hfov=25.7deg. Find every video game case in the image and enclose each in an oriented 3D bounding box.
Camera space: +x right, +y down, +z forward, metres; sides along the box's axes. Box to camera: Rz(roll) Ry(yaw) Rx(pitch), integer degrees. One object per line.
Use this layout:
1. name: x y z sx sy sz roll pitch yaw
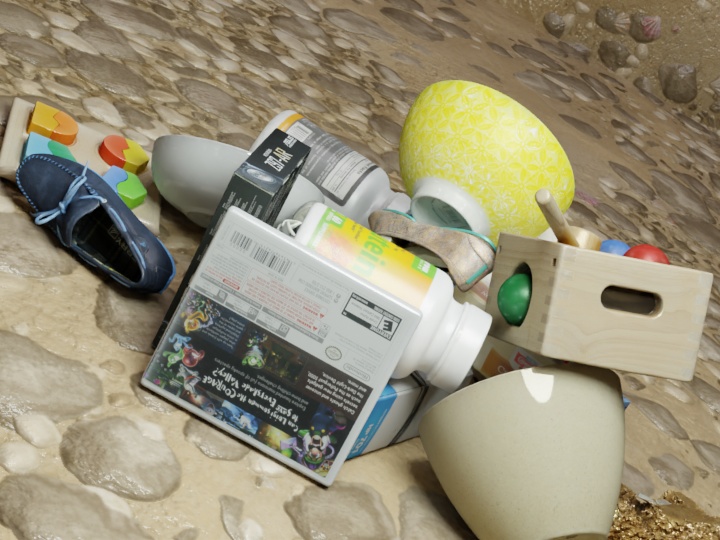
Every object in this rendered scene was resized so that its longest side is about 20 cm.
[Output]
1. video game case: -0.072 0.069 1.418 0.198 0.183 0.023 28 10 -2

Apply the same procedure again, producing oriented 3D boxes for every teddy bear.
1. teddy bear: 0.314 0.274 1.623 0.198 0.067 0.145 14 17 -20

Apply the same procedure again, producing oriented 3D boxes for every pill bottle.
1. pill bottle: 0.018 0.031 1.473 0.198 0.112 0.111 29 22 -1
2. pill bottle: -0.037 -0.094 1.889 0.199 0.117 0.116 34 23 10

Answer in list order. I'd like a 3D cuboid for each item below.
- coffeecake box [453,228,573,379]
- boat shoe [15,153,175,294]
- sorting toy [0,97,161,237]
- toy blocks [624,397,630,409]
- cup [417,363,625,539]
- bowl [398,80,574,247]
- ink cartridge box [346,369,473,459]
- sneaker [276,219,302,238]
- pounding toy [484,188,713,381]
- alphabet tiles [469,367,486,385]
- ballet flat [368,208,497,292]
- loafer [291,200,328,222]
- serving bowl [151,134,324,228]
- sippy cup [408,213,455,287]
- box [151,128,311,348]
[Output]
1. coffeecake box: 0.196 0.052 1.647 0.153 0.074 0.199 40 38 19
2. boat shoe: -0.267 -0.054 1.567 0.199 0.085 0.069 33 11 14
3. sorting toy: -0.301 -0.121 1.731 0.183 0.037 0.201 22 23 -18
4. toy blocks: 0.224 0.119 1.771 0.200 0.100 0.136 42 14 26
5. cup: 0.164 0.192 1.470 0.199 0.200 0.145 10 57 -39
6. bowl: 0.111 -0.086 1.636 0.199 0.201 0.108 33 62 8
7. ink cartridge box: -0.003 0.099 1.562 0.146 0.086 0.199 40 23 24
8. sneaker: -0.071 -0.011 1.620 0.076 0.082 0.199 -9 2 -37
9. pounding toy: 0.206 0.009 1.457 0.198 0.144 0.184 11 2 -17
10. alphabet tiles: 0.137 0.147 1.722 0.198 0.015 0.196 20 25 -23
11. ballet flat: 0.056 -0.017 1.603 0.068 0.067 0.199 49 -19 -29
12. loafer: 0.000 0.000 1.689 0.200 0.070 0.070 49 18 -19
13. serving bowl: -0.142 -0.078 1.725 0.198 0.067 0.200 17 -11 3
14. sippy cup: 0.115 -0.018 1.802 0.139 0.179 0.130 28 -1 43
15. box: -0.123 -0.025 1.528 0.043 0.201 0.160 28 23 1
